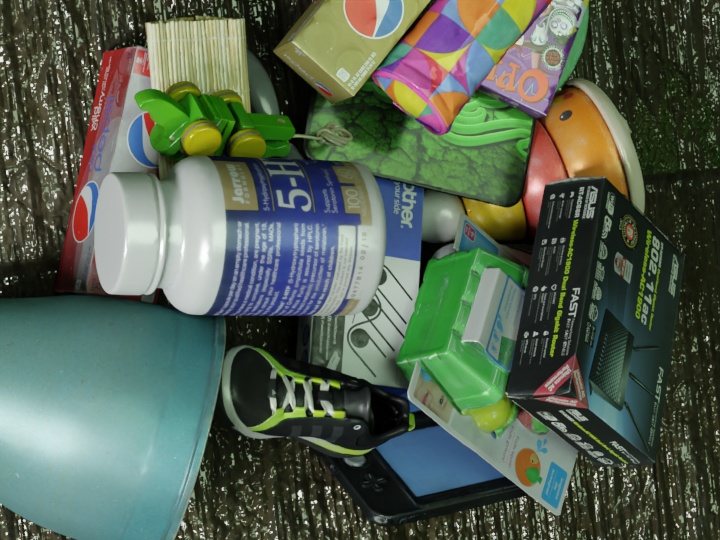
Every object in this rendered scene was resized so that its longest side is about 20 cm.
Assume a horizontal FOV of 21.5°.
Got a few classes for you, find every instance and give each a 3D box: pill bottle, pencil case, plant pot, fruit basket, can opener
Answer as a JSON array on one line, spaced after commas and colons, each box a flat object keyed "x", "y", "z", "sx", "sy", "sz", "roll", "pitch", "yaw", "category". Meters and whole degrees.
[{"x": -0.092, "y": -0.026, "z": 1.421, "sx": 0.199, "sy": 0.120, "sz": 0.120, "roll": 1, "pitch": 91, "yaw": -23, "category": "pill bottle"}, {"x": 0.096, "y": -0.205, "z": 1.525, "sx": 0.088, "sy": 0.088, "sz": 0.200, "roll": 45, "pitch": 77, "yaw": -21, "category": "pencil case"}, {"x": -0.220, "y": 0.104, "z": 1.430, "sx": 0.187, "sy": 0.200, "sz": 0.201, "roll": 16, "pitch": 84, "yaw": -12, "category": "plant pot"}, {"x": 0.130, "y": 0.077, "z": 1.579, "sx": 0.200, "sy": 0.094, "sz": 0.186, "roll": 36, "pitch": 56, "yaw": -25, "category": "fruit basket"}, {"x": -0.067, "y": -0.084, "z": 1.539, "sx": 0.053, "sy": 0.066, "sz": 0.200, "roll": -28, "pitch": 81, "yaw": -23, "category": "can opener"}]

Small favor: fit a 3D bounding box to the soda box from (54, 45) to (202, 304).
[{"x": -0.183, "y": -0.073, "z": 1.501, "sx": 0.063, "sy": 0.070, "sz": 0.201, "roll": 14, "pitch": 84, "yaw": -30, "category": "soda box"}]

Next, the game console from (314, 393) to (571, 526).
[{"x": 0.066, "y": 0.110, "z": 1.617, "sx": 0.199, "sy": 0.176, "sz": 0.117, "roll": -9, "pitch": 124, "yaw": -27, "category": "game console"}]

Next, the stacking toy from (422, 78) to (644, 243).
[{"x": 0.136, "y": -0.071, "z": 1.654, "sx": 0.199, "sy": 0.146, "sz": 0.147, "roll": -21, "pitch": 101, "yaw": -11, "category": "stacking toy"}]

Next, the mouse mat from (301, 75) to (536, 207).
[{"x": 0.057, "y": -0.149, "z": 1.584, "sx": 0.199, "sy": 0.008, "sz": 0.162, "roll": 12, "pitch": 85, "yaw": -17, "category": "mouse mat"}]

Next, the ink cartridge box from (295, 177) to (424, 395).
[{"x": 0.000, "y": 0.000, "z": 1.585, "sx": 0.094, "sy": 0.044, "sz": 0.201, "roll": 8, "pitch": 74, "yaw": -18, "category": "ink cartridge box"}]

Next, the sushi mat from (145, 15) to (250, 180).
[{"x": -0.121, "y": -0.100, "z": 1.493, "sx": 0.095, "sy": 0.012, "sz": 0.201, "roll": -11, "pitch": 100, "yaw": -38, "category": "sushi mat"}]

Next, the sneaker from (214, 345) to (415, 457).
[{"x": -0.031, "y": 0.097, "z": 1.478, "sx": 0.200, "sy": 0.083, "sz": 0.072, "roll": 19, "pitch": 62, "yaw": -49, "category": "sneaker"}]

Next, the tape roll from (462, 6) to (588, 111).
[{"x": 0.101, "y": -0.230, "z": 1.642, "sx": 0.200, "sy": 0.048, "sz": 0.201, "roll": 1, "pitch": 88, "yaw": -25, "category": "tape roll"}]

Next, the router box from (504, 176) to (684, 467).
[{"x": 0.199, "y": 0.044, "z": 1.571, "sx": 0.150, "sy": 0.062, "sz": 0.201, "roll": 38, "pitch": 56, "yaw": -45, "category": "router box"}]

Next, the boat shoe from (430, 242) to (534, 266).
[{"x": 0.146, "y": 0.011, "z": 1.675, "sx": 0.199, "sy": 0.062, "sz": 0.072, "roll": 13, "pitch": 115, "yaw": -23, "category": "boat shoe"}]

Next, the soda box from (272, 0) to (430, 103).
[{"x": 0.022, "y": -0.232, "z": 1.512, "sx": 0.068, "sy": 0.064, "sz": 0.200, "roll": 40, "pitch": 78, "yaw": -12, "category": "soda box"}]

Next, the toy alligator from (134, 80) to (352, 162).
[{"x": -0.097, "y": -0.101, "z": 1.473, "sx": 0.199, "sy": 0.059, "sz": 0.054, "roll": 8, "pitch": 129, "yaw": -39, "category": "toy alligator"}]

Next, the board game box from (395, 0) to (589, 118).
[{"x": 0.086, "y": -0.222, "z": 1.580, "sx": 0.199, "sy": 0.032, "sz": 0.120, "roll": 23, "pitch": 85, "yaw": -15, "category": "board game box"}]
